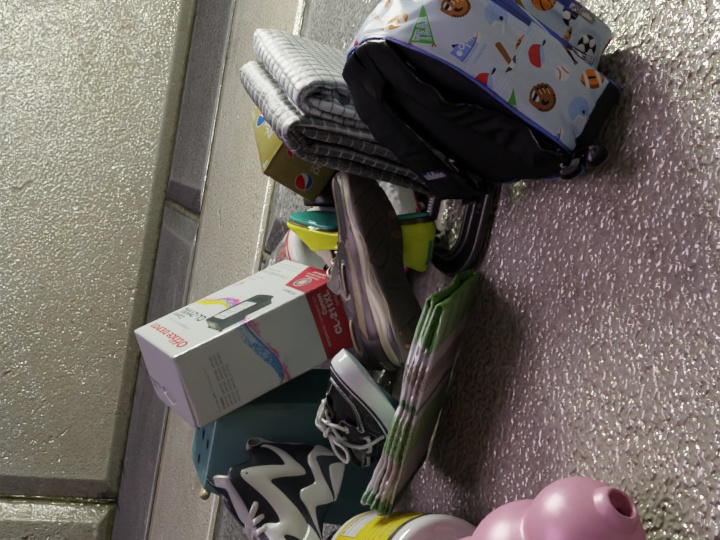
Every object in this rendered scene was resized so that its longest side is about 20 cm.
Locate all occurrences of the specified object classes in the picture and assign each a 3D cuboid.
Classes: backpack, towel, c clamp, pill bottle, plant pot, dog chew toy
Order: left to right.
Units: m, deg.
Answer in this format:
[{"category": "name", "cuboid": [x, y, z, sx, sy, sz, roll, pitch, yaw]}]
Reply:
[{"category": "plant pot", "cuboid": [-0.078, 0.188, 0.987, 0.141, 0.198, 0.143, -149, 70, -67]}, {"category": "pill bottle", "cuboid": [-0.066, 0.010, 1.139, 0.200, 0.115, 0.117, 133, 140, -56]}, {"category": "towel", "cuboid": [-0.005, -0.154, 0.865, 0.086, 0.198, 0.166, -67, 31, 21]}, {"category": "pill bottle", "cuboid": [0.031, 0.272, 0.794, 0.200, 0.110, 0.112, 149, 126, -65]}, {"category": "towel", "cuboid": [0.056, 0.104, 0.800, 0.149, 0.030, 0.202, -31, -43, -70]}, {"category": "c clamp", "cuboid": [0.095, -0.096, 0.896, 0.171, 0.027, 0.202, 15, 95, 64]}, {"category": "backpack", "cuboid": [0.089, -0.158, 0.701, 0.200, 0.189, 0.155, -9, 57, 68]}, {"category": "dog chew toy", "cuboid": [0.116, 0.215, 0.598, 0.201, 0.124, 0.125, -56, 31, 32]}]

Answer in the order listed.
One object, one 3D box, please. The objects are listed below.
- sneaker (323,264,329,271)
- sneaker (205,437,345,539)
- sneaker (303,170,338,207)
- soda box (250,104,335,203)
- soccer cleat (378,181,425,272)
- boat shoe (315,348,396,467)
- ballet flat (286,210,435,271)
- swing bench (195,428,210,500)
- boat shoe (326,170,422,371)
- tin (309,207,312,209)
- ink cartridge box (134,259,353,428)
[{"category": "sneaker", "cuboid": [-0.002, 0.019, 1.004, 0.079, 0.089, 0.201, 126, 142, -50]}, {"category": "sneaker", "cuboid": [-0.099, 0.249, 0.855, 0.080, 0.129, 0.200, 113, 175, -59]}, {"category": "sneaker", "cuboid": [-0.032, -0.129, 1.045, 0.200, 0.059, 0.105, -91, 5, -84]}, {"category": "soda box", "cuboid": [-0.075, -0.154, 0.997, 0.064, 0.067, 0.200, -54, 24, 17]}, {"category": "soccer cleat", "cuboid": [0.027, -0.091, 0.979, 0.069, 0.084, 0.202, 144, 131, -61]}, {"category": "boat shoe", "cuboid": [-0.007, 0.140, 0.844, 0.074, 0.068, 0.200, 50, 171, 23]}, {"category": "ballet flat", "cuboid": [-0.004, -0.027, 0.932, 0.199, 0.067, 0.068, 4, 104, 43]}, {"category": "swing bench", "cuboid": [-0.161, 0.195, 1.299, 0.201, 0.129, 0.200, -111, 35, -53]}, {"category": "boat shoe", "cuboid": [0.000, 0.000, 0.837, 0.073, 0.074, 0.202, -24, 72, 32]}, {"category": "tin", "cuboid": [-0.020, -0.104, 1.174, 0.200, 0.042, 0.113, 126, 149, -50]}, {"category": "ink cartridge box", "cuboid": [-0.123, 0.071, 0.954, 0.145, 0.199, 0.083, 14, 126, 59]}]
